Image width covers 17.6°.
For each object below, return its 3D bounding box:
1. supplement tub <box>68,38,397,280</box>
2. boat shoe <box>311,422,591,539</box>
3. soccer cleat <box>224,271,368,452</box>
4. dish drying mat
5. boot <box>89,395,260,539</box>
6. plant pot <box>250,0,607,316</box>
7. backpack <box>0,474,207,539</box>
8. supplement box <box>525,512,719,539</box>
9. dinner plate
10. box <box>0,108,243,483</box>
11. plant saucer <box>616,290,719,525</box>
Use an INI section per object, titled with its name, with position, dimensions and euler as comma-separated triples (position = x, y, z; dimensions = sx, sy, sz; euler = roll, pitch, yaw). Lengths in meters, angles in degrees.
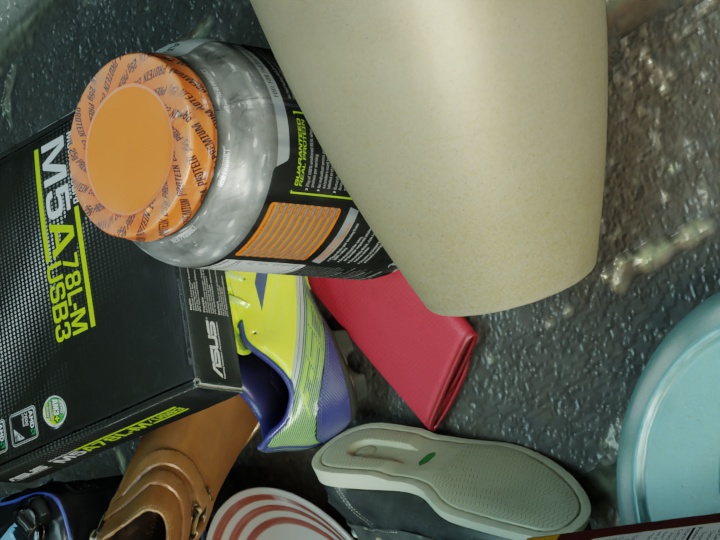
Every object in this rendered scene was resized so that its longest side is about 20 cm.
[supplement tub]
position = -0.054, -0.060, 1.268
dimensions = 0.122, 0.199, 0.124
euler = -4, 84, 41
[boat shoe]
position = 0.057, 0.136, 1.298
dimensions = 0.199, 0.072, 0.068
euler = 8, 122, 48
[soccer cleat]
position = -0.068, 0.014, 1.381
dimensions = 0.201, 0.083, 0.065
euler = 64, 152, 12
[dish drying mat]
position = 0.000, 0.000, 1.372
dimensions = 0.200, 0.018, 0.077
euler = 49, 132, 32
[boot]
position = -0.113, 0.110, 1.406
dimensions = 0.076, 0.155, 0.201
euler = 27, 109, 3
[plant pot]
position = 0.051, -0.086, 1.184
dimensions = 0.187, 0.187, 0.202
euler = 2, 112, 50
[backpack]
position = -0.201, 0.233, 1.570
dimensions = 0.199, 0.134, 0.184
euler = -17, 84, 50
[supplement box]
position = 0.168, 0.225, 1.031
dimensions = 0.199, 0.133, 0.198
euler = -12, 111, 35
[dinner plate]
position = -0.026, 0.224, 1.423
dimensions = 0.199, 0.024, 0.202
euler = 23, 123, 41
[box]
position = -0.164, 0.007, 1.401
dimensions = 0.192, 0.047, 0.202
euler = -24, 67, 38
[plant saucer]
position = 0.202, 0.099, 1.090
dimensions = 0.199, 0.027, 0.202
euler = -3, 86, 37
